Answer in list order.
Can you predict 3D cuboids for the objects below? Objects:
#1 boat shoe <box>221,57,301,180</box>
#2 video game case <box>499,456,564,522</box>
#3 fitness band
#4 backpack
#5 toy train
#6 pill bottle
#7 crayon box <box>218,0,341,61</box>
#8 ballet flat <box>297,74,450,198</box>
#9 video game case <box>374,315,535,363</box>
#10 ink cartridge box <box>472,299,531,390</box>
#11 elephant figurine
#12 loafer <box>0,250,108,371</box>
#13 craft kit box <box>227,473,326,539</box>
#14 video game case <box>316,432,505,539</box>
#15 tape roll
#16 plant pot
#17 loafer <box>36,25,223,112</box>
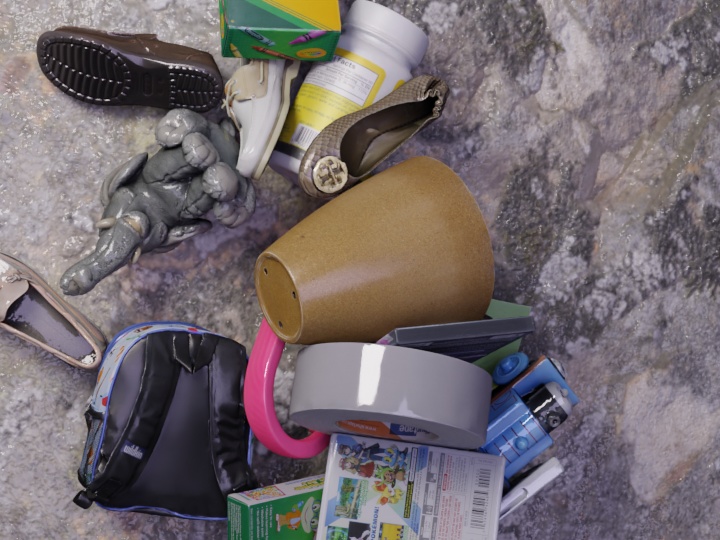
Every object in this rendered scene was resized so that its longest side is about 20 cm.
[{"bbox_3d":[-0.111,-0.176,1.332,0.068,0.075,0.201,20,46,-13],"label":"boat shoe"},{"bbox_3d":[0.131,0.275,1.391,0.181,0.200,0.022,-36,81,-10],"label":"video game case"},{"bbox_3d":[-0.057,0.099,1.344,0.144,0.037,0.202,44,54,-45],"label":"fitness band"},{"bbox_3d":[-0.195,0.149,1.321,0.198,0.154,0.193,11,96,-28],"label":"backpack"},{"bbox_3d":[0.145,0.173,1.361,0.199,0.114,0.087,-38,114,3],"label":"toy train"},{"bbox_3d":[-0.010,-0.180,1.372,0.114,0.114,0.201,28,86,-14],"label":"pill bottle"},{"bbox_3d":[-0.090,-0.318,1.330,0.117,0.058,0.202,0,65,-14],"label":"crayon box"},{"bbox_3d":[0.019,-0.139,1.304,0.199,0.046,0.068,-36,122,-24],"label":"ballet flat"},{"bbox_3d":[0.075,0.079,1.292,0.141,0.200,0.019,-5,78,-16],"label":"video game case"},{"bbox_3d":[0.106,0.129,1.425,0.144,0.048,0.202,11,108,-16],"label":"ink cartridge box"},{"bbox_3d":[-0.217,-0.069,1.323,0.199,0.155,0.142,-36,65,15],"label":"elephant figurine"},{"bbox_3d":[-0.347,0.038,1.320,0.199,0.063,0.072,35,85,-14],"label":"loafer"},{"bbox_3d":[-0.048,0.318,1.331,0.196,0.048,0.203,-7,100,-42],"label":"craft kit box"},{"bbox_3d":[0.046,0.275,1.275,0.180,0.022,0.202,7,76,5],"label":"video game case"},{"bbox_3d":[0.030,0.128,1.264,0.198,0.200,0.067,12,73,-15],"label":"tape roll"},{"bbox_3d":[0.000,0.000,1.278,0.198,0.186,0.188,-18,97,-29],"label":"plant pot"},{"bbox_3d":[-0.241,-0.214,1.342,0.198,0.071,0.074,13,124,-6],"label":"loafer"}]
